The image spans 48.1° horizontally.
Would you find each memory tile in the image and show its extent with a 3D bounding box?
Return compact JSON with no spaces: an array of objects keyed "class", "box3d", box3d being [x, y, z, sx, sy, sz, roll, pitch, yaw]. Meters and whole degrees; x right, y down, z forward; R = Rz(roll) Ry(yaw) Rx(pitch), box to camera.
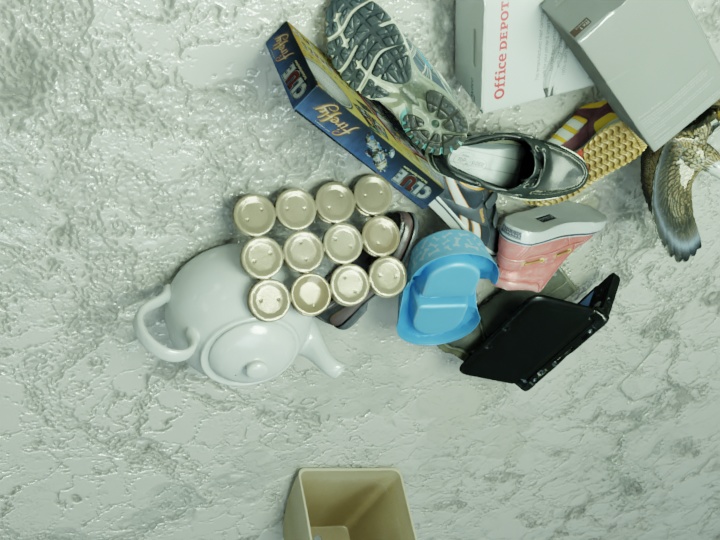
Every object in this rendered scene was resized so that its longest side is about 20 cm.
[{"class":"memory tile","box3d":[-0.046,-0.027,0.954,0.199,0.154,0.017,-11,178,-20]}]

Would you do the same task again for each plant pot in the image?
[{"class":"plant pot","box3d":[-0.034,0.470,1.387,0.199,0.200,0.177,7,140,-27]}]

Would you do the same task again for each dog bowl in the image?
[{"class":"dog bowl","box3d":[0.105,0.022,1.029,0.111,0.050,0.200,-1,144,-10]}]

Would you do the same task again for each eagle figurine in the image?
[{"class":"eagle figurine","box3d":[0.410,-0.129,1.024,0.151,0.151,0.200,2,123,-37]}]

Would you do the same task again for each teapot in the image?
[{"class":"teapot","box3d":[-0.146,0.072,0.992,0.200,0.146,0.198,-23,135,1]}]

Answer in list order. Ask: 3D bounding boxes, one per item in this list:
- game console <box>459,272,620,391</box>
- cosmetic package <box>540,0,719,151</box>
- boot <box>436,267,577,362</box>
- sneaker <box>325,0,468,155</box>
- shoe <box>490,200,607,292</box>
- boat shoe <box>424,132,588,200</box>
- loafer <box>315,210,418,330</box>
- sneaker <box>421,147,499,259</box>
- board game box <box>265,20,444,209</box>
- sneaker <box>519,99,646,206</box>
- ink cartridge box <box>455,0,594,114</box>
[{"class":"game console","box3d":[0.263,0.078,1.184,0.116,0.176,0.200,37,132,0]},{"class":"cosmetic package","box3d":[0.282,-0.224,0.815,0.107,0.090,0.200,-39,132,14]},{"class":"boot","box3d":[0.201,0.047,1.162,0.200,0.073,0.182,-34,149,19]},{"class":"sneaker","box3d":[0.036,-0.211,0.857,0.078,0.086,0.200,-34,112,21]},{"class":"shoe","box3d":[0.247,-0.032,1.071,0.200,0.071,0.091,-14,127,-41]},{"class":"boat shoe","box3d":[0.176,-0.120,0.919,0.199,0.066,0.075,13,98,-12]},{"class":"loafer","box3d":[0.000,0.000,1.040,0.063,0.072,0.200,17,126,-28]},{"class":"sneaker","box3d":[0.139,-0.087,1.007,0.079,0.079,0.200,-34,133,19]},{"class":"board game box","box3d":[-0.004,-0.159,0.842,0.035,0.136,0.200,-42,132,18]},{"class":"sneaker","box3d":[0.270,-0.152,1.006,0.200,0.090,0.075,-24,123,39]},{"class":"ink cartridge box","box3d":[0.206,-0.269,0.860,0.199,0.084,0.145,-16,136,-9]}]
